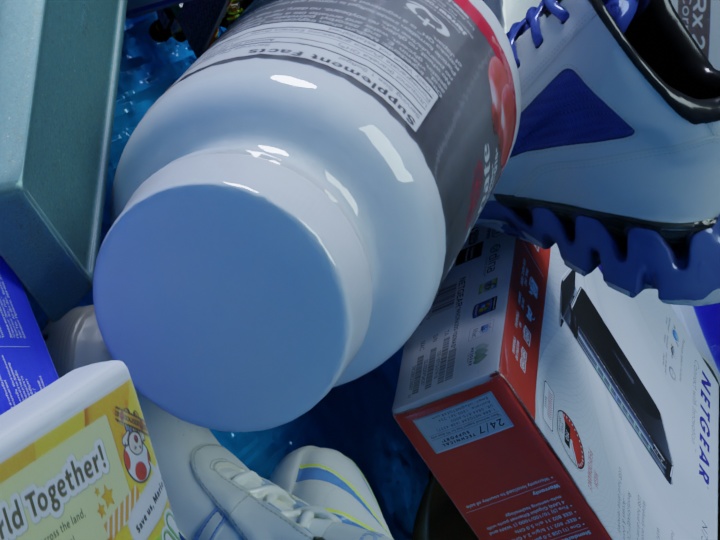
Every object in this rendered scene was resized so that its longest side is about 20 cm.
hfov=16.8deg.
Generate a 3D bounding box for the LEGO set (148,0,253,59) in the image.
[{"bbox_3d":[-0.016,-0.177,0.962,0.115,0.200,0.154,-15,59,-30],"label":"LEGO set"}]

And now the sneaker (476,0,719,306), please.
[{"bbox_3d":[0.064,-0.071,0.919,0.081,0.198,0.116,-43,145,-59],"label":"sneaker"}]

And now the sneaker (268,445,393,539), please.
[{"bbox_3d":[0.031,0.140,0.854,0.076,0.105,0.201,31,37,-54],"label":"sneaker"}]

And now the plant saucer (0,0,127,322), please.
[{"bbox_3d":[-0.094,-0.086,0.776,0.070,0.019,0.201,60,28,-53],"label":"plant saucer"}]

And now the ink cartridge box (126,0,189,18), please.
[{"bbox_3d":[-0.095,-0.192,0.887,0.201,0.043,0.198,57,-21,-16],"label":"ink cartridge box"}]

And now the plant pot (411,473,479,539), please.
[{"bbox_3d":[0.080,0.163,0.993,0.200,0.027,0.201,40,32,-31],"label":"plant pot"}]

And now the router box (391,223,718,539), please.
[{"bbox_3d":[0.088,0.053,1.007,0.180,0.049,0.201,55,26,-27],"label":"router box"}]

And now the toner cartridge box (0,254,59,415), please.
[{"bbox_3d":[-0.142,0.000,0.703,0.095,0.043,0.201,4,61,-64],"label":"toner cartridge box"}]

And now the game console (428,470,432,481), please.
[{"bbox_3d":[0.089,0.125,1.113,0.177,0.031,0.200,52,22,-25],"label":"game console"}]

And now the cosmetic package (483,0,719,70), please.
[{"bbox_3d":[0.076,-0.160,1.092,0.199,0.164,0.166,0,90,-42],"label":"cosmetic package"}]

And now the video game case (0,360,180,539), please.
[{"bbox_3d":[-0.085,0.137,0.626,0.200,0.023,0.183,-34,110,-64],"label":"video game case"}]

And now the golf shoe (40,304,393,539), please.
[{"bbox_3d":[-0.031,0.091,0.782,0.201,0.097,0.078,63,23,6],"label":"golf shoe"}]

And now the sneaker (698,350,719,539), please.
[{"bbox_3d":[0.163,0.105,1.259,0.085,0.073,0.201,28,-34,51],"label":"sneaker"}]

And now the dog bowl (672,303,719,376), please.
[{"bbox_3d":[0.268,0.053,1.552,0.200,0.078,0.201,50,24,-32],"label":"dog bowl"}]

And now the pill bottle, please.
[{"bbox_3d":[-0.017,-0.028,0.804,0.111,0.110,0.200,57,25,-13],"label":"pill bottle"}]
